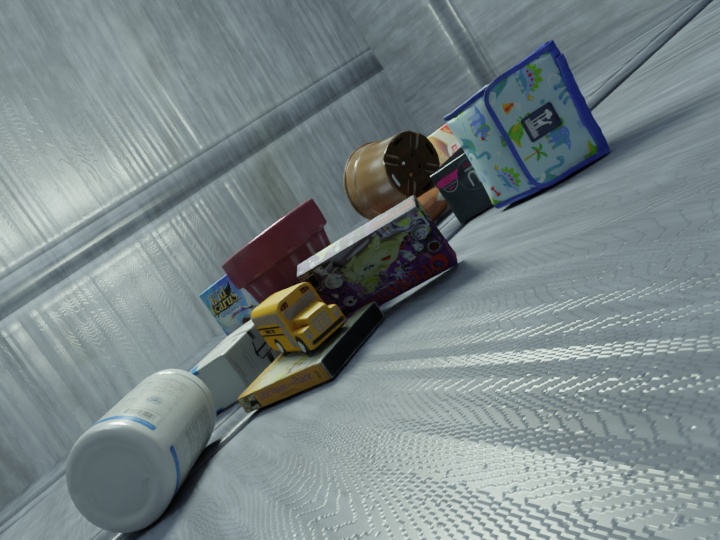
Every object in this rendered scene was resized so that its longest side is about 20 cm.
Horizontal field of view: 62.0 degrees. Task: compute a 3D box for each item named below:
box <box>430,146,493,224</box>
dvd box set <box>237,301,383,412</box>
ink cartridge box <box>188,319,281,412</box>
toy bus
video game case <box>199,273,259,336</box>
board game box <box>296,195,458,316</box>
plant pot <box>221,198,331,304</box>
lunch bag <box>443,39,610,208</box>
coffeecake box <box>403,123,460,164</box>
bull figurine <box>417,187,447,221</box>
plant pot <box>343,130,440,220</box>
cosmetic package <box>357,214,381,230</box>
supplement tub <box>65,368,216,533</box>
[{"bbox_3d":[0.229,-0.191,1.100,0.121,0.107,0.200,-31,9,37],"label":"box"},{"bbox_3d":[-0.071,0.123,0.835,0.198,0.030,0.146,-30,9,41],"label":"dvd box set"},{"bbox_3d":[-0.227,0.168,1.096,0.144,0.085,0.200,-33,8,25],"label":"ink cartridge box"},{"bbox_3d":[-0.092,0.068,0.841,0.065,0.079,0.199,-37,7,-23],"label":"toy bus"},{"bbox_3d":[-0.212,0.077,1.212,0.198,0.184,0.045,-31,7,35],"label":"video game case"},{"bbox_3d":[0.022,-0.008,0.826,0.197,0.120,0.033,-30,41,21],"label":"board game box"},{"bbox_3d":[-0.115,0.005,1.056,0.197,0.181,0.200,-35,8,5],"label":"plant pot"},{"bbox_3d":[0.243,-0.209,0.875,0.127,0.173,0.198,-39,9,-33],"label":"lunch bag"},{"bbox_3d":[0.218,-0.276,1.516,0.073,0.156,0.199,-38,7,-35],"label":"coffeecake box"},{"bbox_3d":[0.147,-0.132,1.306,0.198,0.066,0.121,-35,-2,-35],"label":"bull figurine"},{"bbox_3d":[0.081,-0.232,1.436,0.199,0.203,0.197,-38,10,-20],"label":"plant pot"},{"bbox_3d":[0.000,0.000,0.989,0.089,0.108,0.200,-30,11,30],"label":"cosmetic package"},{"bbox_3d":[-0.271,0.221,0.769,0.130,0.134,0.200,-34,6,7],"label":"supplement tub"}]
